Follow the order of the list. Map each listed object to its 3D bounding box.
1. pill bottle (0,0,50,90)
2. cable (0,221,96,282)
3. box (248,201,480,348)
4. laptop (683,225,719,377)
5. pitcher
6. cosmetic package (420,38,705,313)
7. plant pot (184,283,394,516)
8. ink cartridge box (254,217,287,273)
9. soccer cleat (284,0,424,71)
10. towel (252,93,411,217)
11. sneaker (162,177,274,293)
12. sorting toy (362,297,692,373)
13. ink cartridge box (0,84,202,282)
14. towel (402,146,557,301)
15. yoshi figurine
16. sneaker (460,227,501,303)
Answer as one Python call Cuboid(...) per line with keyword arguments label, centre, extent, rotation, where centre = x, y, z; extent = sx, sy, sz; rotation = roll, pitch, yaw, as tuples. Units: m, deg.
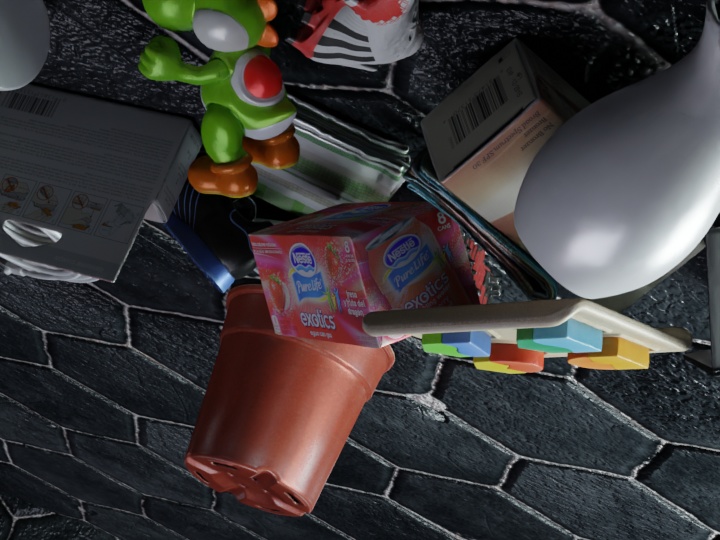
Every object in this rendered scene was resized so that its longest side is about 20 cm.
Cuboid(label="pill bottle", centre=(-0.364, -0.200, 1.496), extent=(0.200, 0.114, 0.114), rotation=(4, 152, 37))
Cuboid(label="cable", centre=(-0.341, -0.056, 1.862), extent=(0.199, 0.069, 0.200), rotation=(13, 155, 19))
Cuboid(label="box", centre=(0.000, 0.000, 1.479), extent=(0.200, 0.102, 0.095), rotation=(4, 111, 63))
Cuboid(label="laptop", centre=(0.343, 0.006, 1.338), extent=(0.187, 0.116, 0.200), rotation=(-10, -178, 1))
Cuboid(label="pitcher", centre=(0.217, -0.066, 1.200), extent=(0.171, 0.121, 0.200), rotation=(29, 117, -37))
Cuboid(label="cosmetic package", centre=(0.151, -0.065, 1.316), extent=(0.200, 0.087, 0.103), rotation=(35, 115, -31))
Cuboid(label="plant pot", centre=(-0.088, 0.149, 1.926), extent=(0.200, 0.196, 0.201), rotation=(18, 157, 8))
Cuboid(label="ink cartridge box", centre=(-0.049, 0.001, 1.726), extent=(0.199, 0.041, 0.200), rotation=(10, 164, 29))
Cuboid(label="soccer cleat", centre=(0.017, -0.186, 1.252), extent=(0.085, 0.069, 0.200), rotation=(20, 163, -20))
Cuboid(label="towel", centre=(-0.043, -0.093, 1.567), extent=(0.149, 0.031, 0.200), rotation=(26, 160, -5))
Cuboid(label="sneaker", centre=(-0.147, -0.061, 1.641), extent=(0.200, 0.078, 0.070), rotation=(47, 174, 38))
Cuboid(label="sorting toy", centre=(0.128, 0.053, 1.343), extent=(0.185, 0.037, 0.200), rotation=(-5, 169, 36))
Cuboid(label="ink cartridge box", centre=(-0.266, -0.076, 1.607), extent=(0.199, 0.174, 0.044), rotation=(14, 157, 20))
Cuboid(label="towel", centre=(0.096, -0.039, 1.380), extent=(0.147, 0.022, 0.200), rotation=(42, -170, -3))
Cuboid(label="yoshi figurine", centre=(-0.112, -0.164, 1.348), extent=(0.112, 0.113, 0.200), rotation=(-9, 123, -3))
Cuboid(label="sneaker", centre=(0.069, -0.004, 1.597), extent=(0.098, 0.071, 0.201), rotation=(13, 158, 14))
